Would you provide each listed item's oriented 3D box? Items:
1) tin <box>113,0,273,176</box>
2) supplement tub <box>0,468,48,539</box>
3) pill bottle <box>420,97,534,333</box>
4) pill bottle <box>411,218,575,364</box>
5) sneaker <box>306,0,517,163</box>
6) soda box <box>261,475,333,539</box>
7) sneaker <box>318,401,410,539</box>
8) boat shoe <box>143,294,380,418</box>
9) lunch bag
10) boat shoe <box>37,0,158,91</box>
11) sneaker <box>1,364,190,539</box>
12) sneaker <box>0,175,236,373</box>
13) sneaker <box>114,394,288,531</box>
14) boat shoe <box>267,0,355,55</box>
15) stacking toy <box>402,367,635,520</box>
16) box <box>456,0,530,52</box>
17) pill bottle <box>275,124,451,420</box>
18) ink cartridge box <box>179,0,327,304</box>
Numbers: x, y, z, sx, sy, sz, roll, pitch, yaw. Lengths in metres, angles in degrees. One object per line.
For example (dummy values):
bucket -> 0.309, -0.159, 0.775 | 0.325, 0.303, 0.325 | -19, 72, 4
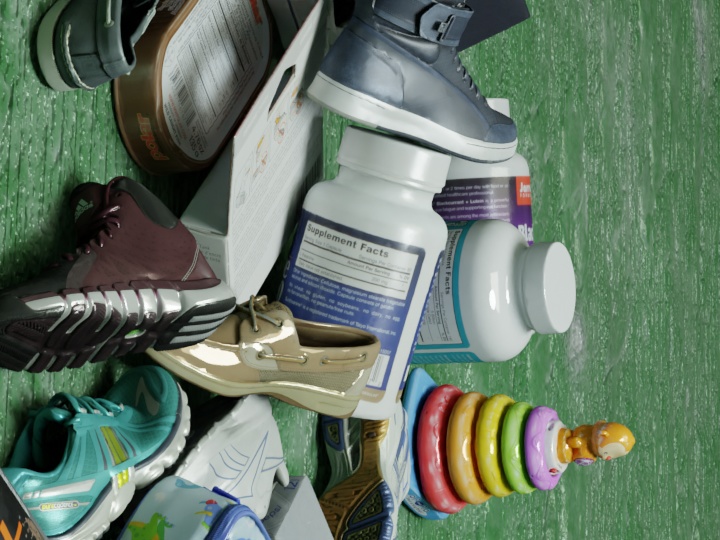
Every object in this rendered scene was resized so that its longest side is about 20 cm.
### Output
tin -> -0.114, -0.148, 1.696 | 0.200, 0.042, 0.113 | -63, 146, -47
supplement tub -> -0.243, 0.141, 1.288 | 0.201, 0.122, 0.123 | 63, 34, -40
pill bottle -> 0.090, -0.043, 2.033 | 0.111, 0.111, 0.202 | -6, 93, -65
pill bottle -> 0.063, 0.017, 1.863 | 0.111, 0.199, 0.112 | -2, 90, -65
sneaker -> 0.067, -0.164, 1.752 | 0.202, 0.077, 0.147 | 15, 102, -46
soda box -> -0.047, 0.244, 1.764 | 0.068, 0.063, 0.201 | -63, 141, -45
sneaker -> 0.010, 0.181, 1.881 | 0.088, 0.075, 0.201 | 44, 49, -56
boat shoe -> -0.074, 0.046, 1.643 | 0.199, 0.071, 0.065 | 16, 109, -40
lunch bag -> -0.108, 0.233, 1.545 | 0.161, 0.082, 0.200 | -59, 154, -23
boat shoe -> -0.148, -0.187, 1.596 | 0.200, 0.061, 0.073 | -64, 142, -47
sneaker -> -0.170, 0.109, 1.510 | 0.080, 0.077, 0.200 | 67, 30, -18
sneaker -> -0.179, -0.004, 1.524 | 0.199, 0.076, 0.116 | -2, 58, -48
sneaker -> -0.099, 0.143, 1.631 | 0.088, 0.074, 0.200 | 63, 31, -7
boat shoe -> -0.025, -0.197, 1.820 | 0.200, 0.065, 0.074 | 52, 45, -73
stacking toy -> 0.134, 0.147, 2.001 | 0.116, 0.199, 0.110 | 49, 44, -54
box -> 0.028, -0.286, 1.830 | 0.200, 0.104, 0.183 | -119, -174, -53
pill bottle -> 0.000, 0.000, 1.771 | 0.111, 0.110, 0.201 | 4, 103, -65
ink cartridge box -> -0.075, -0.082, 1.703 | 0.200, 0.044, 0.177 | -62, 160, -48
